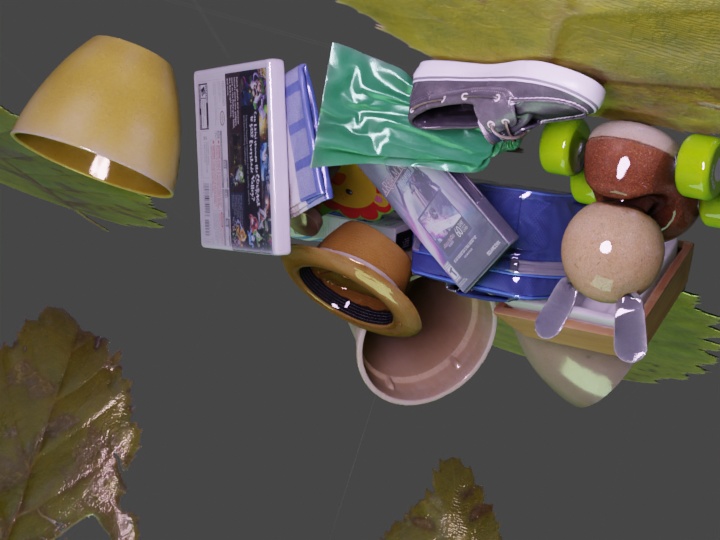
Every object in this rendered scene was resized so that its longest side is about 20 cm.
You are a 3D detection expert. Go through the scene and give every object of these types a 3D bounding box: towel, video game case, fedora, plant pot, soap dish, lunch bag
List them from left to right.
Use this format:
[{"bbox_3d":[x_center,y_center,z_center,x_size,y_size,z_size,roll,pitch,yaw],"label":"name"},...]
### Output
[{"bbox_3d":[-0.289,-0.188,1.446,0.197,0.144,0.200,18,172,2],"label":"plant pot"},{"bbox_3d":[-0.131,-0.122,1.353,0.023,0.203,0.181,-5,-174,-32],"label":"video game case"},{"bbox_3d":[-0.093,-0.122,1.335,0.024,0.149,0.199,-7,172,-33],"label":"towel"},{"bbox_3d":[0.000,0.000,1.451,0.199,0.082,0.201,28,161,11],"label":"fedora"},{"bbox_3d":[0.053,0.044,1.650,0.199,0.202,0.184,24,-165,-34],"label":"plant pot"},{"bbox_3d":[0.071,-0.080,1.283,0.200,0.019,0.143,50,156,7],"label":"video game case"},{"bbox_3d":[0.148,-0.032,1.394,0.198,0.135,0.135,12,-172,42],"label":"lunch bag"},{"bbox_3d":[0.275,0.059,1.626,0.133,0.202,0.200,28,170,-12],"label":"plant pot"},{"bbox_3d":[0.279,0.022,1.469,0.198,0.158,0.082,10,141,45],"label":"soap dish"}]

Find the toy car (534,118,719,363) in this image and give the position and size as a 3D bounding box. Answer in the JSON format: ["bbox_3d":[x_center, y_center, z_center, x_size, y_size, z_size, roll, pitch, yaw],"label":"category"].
[{"bbox_3d":[0.237,-0.021,1.124,0.163,0.203,0.157,13,170,34],"label":"toy car"}]

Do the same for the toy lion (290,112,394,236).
[{"bbox_3d":[-0.050,-0.130,1.441,0.200,0.069,0.191,43,145,-17],"label":"toy lion"}]

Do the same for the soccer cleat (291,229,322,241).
[{"bbox_3d":[-0.022,-0.072,1.769,0.197,0.071,0.087,2,160,-6],"label":"soccer cleat"}]

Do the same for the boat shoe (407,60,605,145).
[{"bbox_3d":[0.119,-0.141,1.077,0.198,0.067,0.070,13,170,39],"label":"boat shoe"}]

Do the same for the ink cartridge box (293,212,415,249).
[{"bbox_3d":[-0.013,-0.066,1.649,0.198,0.040,0.099,14,-159,30],"label":"ink cartridge box"}]

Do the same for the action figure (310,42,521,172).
[{"bbox_3d":[0.058,-0.140,1.186,0.197,0.120,0.055,11,-165,-4],"label":"action figure"}]

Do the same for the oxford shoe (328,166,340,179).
[{"bbox_3d":[-0.090,-0.095,1.403,0.071,0.073,0.200,38,138,-13],"label":"oxford shoe"}]

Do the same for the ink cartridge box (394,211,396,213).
[{"bbox_3d":[-0.036,-0.133,1.601,0.198,0.051,0.162,20,174,35],"label":"ink cartridge box"}]
